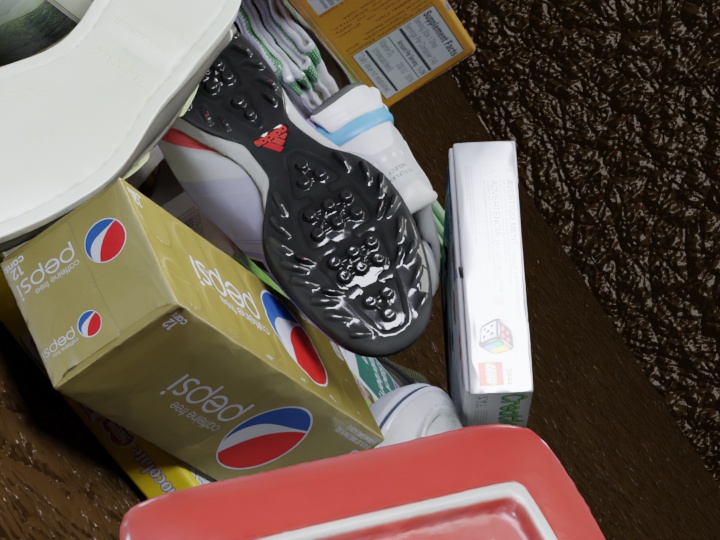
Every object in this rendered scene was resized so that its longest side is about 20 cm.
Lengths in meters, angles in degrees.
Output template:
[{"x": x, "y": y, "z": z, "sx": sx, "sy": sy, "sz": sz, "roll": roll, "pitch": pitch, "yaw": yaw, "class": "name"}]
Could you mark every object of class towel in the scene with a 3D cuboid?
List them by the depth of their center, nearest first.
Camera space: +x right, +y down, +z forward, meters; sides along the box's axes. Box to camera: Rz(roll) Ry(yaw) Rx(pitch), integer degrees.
[{"x": -0.018, "y": -0.105, "z": 1.452, "sx": 0.200, "sy": 0.031, "sz": 0.149, "roll": 46, "pitch": 13, "yaw": -52, "class": "towel"}]

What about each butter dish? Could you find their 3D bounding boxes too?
[{"x": 0.012, "y": 0.181, "z": 1.045, "sx": 0.199, "sy": 0.148, "sz": 0.200, "roll": -10, "pitch": 56, "yaw": -31, "class": "butter dish"}]

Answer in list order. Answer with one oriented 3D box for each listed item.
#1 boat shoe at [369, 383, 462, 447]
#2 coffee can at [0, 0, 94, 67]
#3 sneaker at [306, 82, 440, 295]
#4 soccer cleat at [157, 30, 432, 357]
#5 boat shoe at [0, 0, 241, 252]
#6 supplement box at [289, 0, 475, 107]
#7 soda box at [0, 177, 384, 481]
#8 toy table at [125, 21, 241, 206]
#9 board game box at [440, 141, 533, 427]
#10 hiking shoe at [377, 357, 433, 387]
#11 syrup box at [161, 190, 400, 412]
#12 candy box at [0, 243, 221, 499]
[{"x": 0.033, "y": 0.120, "z": 1.252, "sx": 0.075, "sy": 0.086, "sz": 0.202, "roll": 57, "pitch": 34, "yaw": -25, "class": "boat shoe"}, {"x": -0.182, "y": -0.172, "z": 1.199, "sx": 0.147, "sy": 0.146, "sz": 0.200, "roll": 60, "pitch": 10, "yaw": 23, "class": "coffee can"}, {"x": 0.000, "y": 0.000, "z": 1.384, "sx": 0.087, "sy": 0.075, "sz": 0.200, "roll": 48, "pitch": -23, "yaw": 23, "class": "sneaker"}, {"x": -0.033, "y": -0.029, "z": 1.245, "sx": 0.200, "sy": 0.068, "sz": 0.073, "roll": 50, "pitch": -21, "yaw": 27, "class": "soccer cleat"}, {"x": -0.121, "y": -0.062, "z": 1.168, "sx": 0.072, "sy": 0.060, "sz": 0.202, "roll": 36, "pitch": 52, "yaw": 7, "class": "boat shoe"}, {"x": -0.003, "y": -0.150, "z": 1.399, "sx": 0.067, "sy": 0.069, "sz": 0.200, "roll": 60, "pitch": 3, "yaw": 20, "class": "supplement box"}, {"x": -0.067, "y": 0.036, "z": 1.176, "sx": 0.200, "sy": 0.064, "sz": 0.068, "roll": 36, "pitch": 22, "yaw": -58, "class": "soda box"}, {"x": -0.101, "y": -0.089, "z": 1.419, "sx": 0.184, "sy": 0.117, "sz": 0.200, "roll": 54, "pitch": 9, "yaw": -9, "class": "toy table"}, {"x": 0.062, "y": 0.029, "z": 1.399, "sx": 0.200, "sy": 0.035, "sz": 0.127, "roll": 89, "pitch": -1, "yaw": -72, "class": "board game box"}, {"x": 0.044, "y": 0.106, "z": 1.618, "sx": 0.200, "sy": 0.076, "sz": 0.101, "roll": 50, "pitch": 15, "yaw": -30, "class": "hiking shoe"}, {"x": -0.039, "y": 0.058, "z": 1.348, "sx": 0.200, "sy": 0.081, "sz": 0.079, "roll": 49, "pitch": 13, "yaw": -31, "class": "syrup box"}, {"x": -0.103, "y": 0.050, "z": 1.218, "sx": 0.200, "sy": 0.026, "sz": 0.102, "roll": 53, "pitch": 13, "yaw": -19, "class": "candy box"}]
